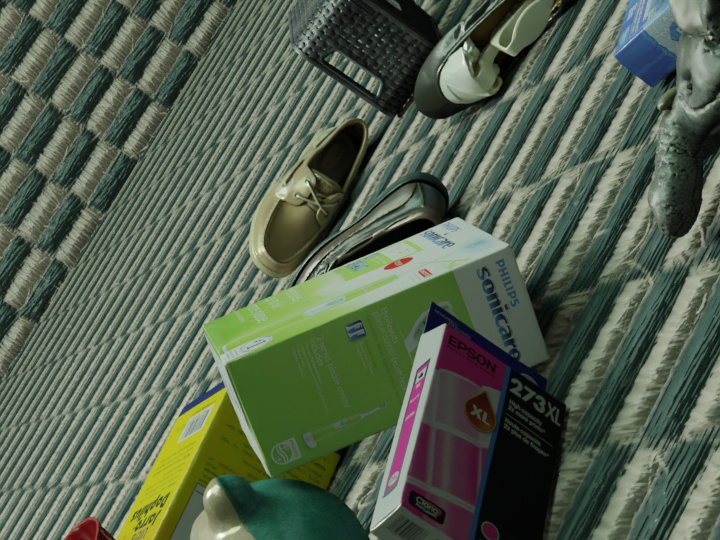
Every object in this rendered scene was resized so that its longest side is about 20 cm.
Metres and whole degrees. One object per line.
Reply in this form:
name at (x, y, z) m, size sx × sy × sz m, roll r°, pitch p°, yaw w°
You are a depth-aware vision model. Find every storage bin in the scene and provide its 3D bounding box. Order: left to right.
storage bin at (0.004, -0.258, 2.058) m, size 0.094 × 0.135 × 0.200 m, roll -53°, pitch 14°, yaw 13°

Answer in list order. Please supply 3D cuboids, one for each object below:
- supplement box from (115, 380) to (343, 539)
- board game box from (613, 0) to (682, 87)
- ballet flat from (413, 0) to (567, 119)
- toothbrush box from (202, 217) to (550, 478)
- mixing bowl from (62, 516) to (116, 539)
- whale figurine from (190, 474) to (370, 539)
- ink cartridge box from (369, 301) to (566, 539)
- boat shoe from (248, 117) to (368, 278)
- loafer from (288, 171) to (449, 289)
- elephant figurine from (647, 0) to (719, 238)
supplement box at (-0.113, 0.199, 1.479) m, size 0.110 × 0.109 × 0.200 m, roll -34°, pitch 25°, yaw 56°
board game box at (0.270, -0.254, 1.343) m, size 0.199 × 0.043 × 0.200 m, roll -41°, pitch 20°, yaw 43°
ballet flat at (0.116, -0.202, 1.708) m, size 0.200 × 0.068 × 0.068 m, roll -50°, pitch 24°, yaw 26°
toothbrush box at (0.006, 0.047, 1.279) m, size 0.200 × 0.086 × 0.146 m, roll -21°, pitch 12°, yaw -6°
mixing bowl at (-0.232, 0.320, 1.613) m, size 0.200 × 0.108 × 0.200 m, roll -52°, pitch 14°, yaw 19°
whale figurine at (-0.035, 0.188, 1.191) m, size 0.104 × 0.159 × 0.200 m, roll -31°, pitch -1°, yaw -12°
ink cartridge box at (0.069, 0.099, 1.117) m, size 0.037 × 0.095 × 0.200 m, roll -46°, pitch 17°, yaw 35°
boat shoe at (-0.051, -0.080, 1.988) m, size 0.200 × 0.072 × 0.065 m, roll -58°, pitch 12°, yaw -32°
loafer at (0.000, 0.000, 1.639) m, size 0.200 × 0.072 × 0.063 m, roll -48°, pitch 22°, yaw 23°
elephant figurine at (0.229, -0.143, 1.117) m, size 0.141 × 0.155 × 0.200 m, roll -6°, pitch 47°, yaw 13°
